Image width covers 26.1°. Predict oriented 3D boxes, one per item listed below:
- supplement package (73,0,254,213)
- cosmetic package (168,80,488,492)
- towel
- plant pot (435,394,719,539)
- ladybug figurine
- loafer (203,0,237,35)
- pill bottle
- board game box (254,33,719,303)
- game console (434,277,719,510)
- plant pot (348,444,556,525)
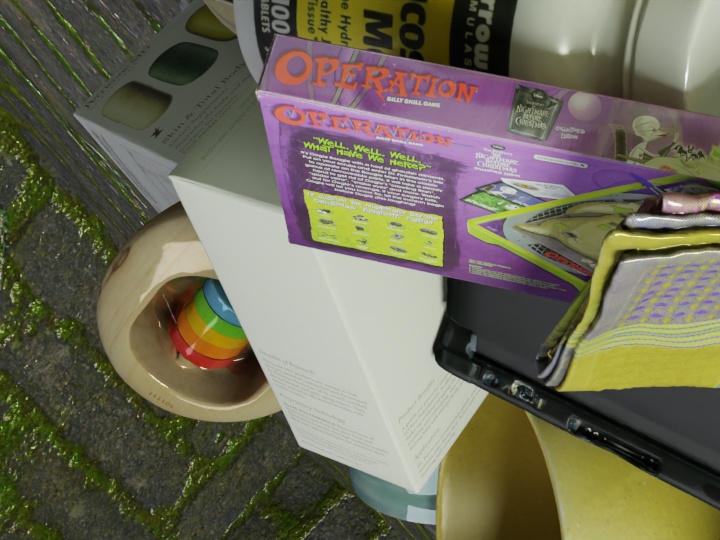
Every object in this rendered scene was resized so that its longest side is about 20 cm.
[{"bbox_3d":[-0.058,-0.083,1.007,0.151,0.152,0.200,51,168,-29],"label":"supplement package"},{"bbox_3d":[0.000,0.000,0.751,0.085,0.108,0.200,17,144,35],"label":"cosmetic package"},{"bbox_3d":[0.164,0.017,0.523,0.199,0.023,0.144,4,155,-5],"label":"towel"},{"bbox_3d":[0.138,0.154,0.843,0.200,0.141,0.201,179,90,-75],"label":"plant pot"},{"bbox_3d":[-0.072,0.013,0.881,0.136,0.072,0.200,35,138,-13],"label":"ladybug figurine"},{"bbox_3d":[-0.083,-0.191,0.888,0.200,0.076,0.068,35,177,43],"label":"loafer"},{"bbox_3d":[0.057,-0.097,0.591,0.200,0.113,0.113,17,154,37],"label":"pill bottle"},{"bbox_3d":[0.067,-0.024,0.547,0.199,0.032,0.120,12,161,8],"label":"board game box"},{"bbox_3d":[0.144,0.030,0.706,0.200,0.117,0.176,26,-169,31],"label":"game console"},{"bbox_3d":[0.076,0.055,1.002,0.200,0.200,0.135,24,131,61],"label":"plant pot"}]
